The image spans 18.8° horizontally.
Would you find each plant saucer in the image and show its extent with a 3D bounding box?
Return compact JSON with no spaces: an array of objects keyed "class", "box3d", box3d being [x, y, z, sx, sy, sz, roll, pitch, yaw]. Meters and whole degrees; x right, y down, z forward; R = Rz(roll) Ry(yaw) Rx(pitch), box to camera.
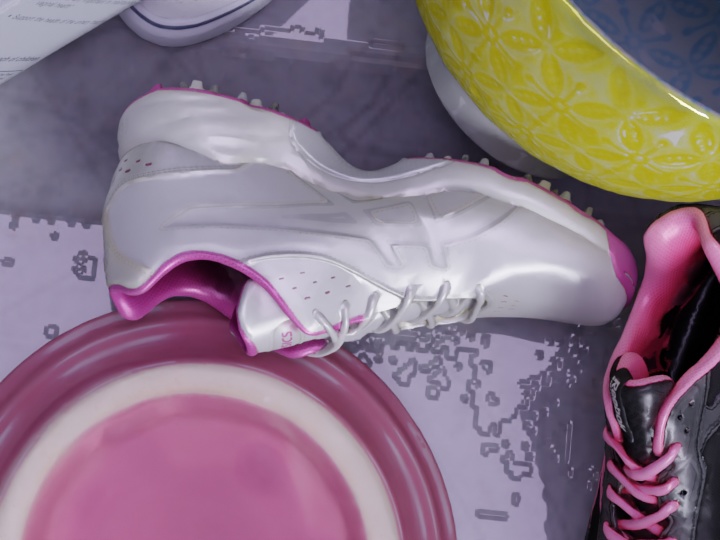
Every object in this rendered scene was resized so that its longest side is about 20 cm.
[{"class":"plant saucer","box3d":[-0.061,0.110,0.794,0.199,0.051,0.202,1,84,-5]}]

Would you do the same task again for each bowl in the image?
[{"class":"bowl","box3d":[0.085,-0.096,0.790,0.199,0.108,0.201,22,45,-24]}]

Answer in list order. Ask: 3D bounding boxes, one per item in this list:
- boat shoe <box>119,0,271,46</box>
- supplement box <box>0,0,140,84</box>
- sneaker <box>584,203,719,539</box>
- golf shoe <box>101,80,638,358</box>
[{"class":"boat shoe","box3d":[-0.022,-0.171,0.819,0.073,0.065,0.200,38,82,-1]},{"class":"supplement box","box3d":[-0.104,-0.146,0.758,0.199,0.103,0.102,-27,87,17]},{"class":"sneaker","box3d":[0.109,0.067,0.780,0.079,0.095,0.202,12,85,38]},{"class":"golf shoe","box3d":[0.000,0.000,0.792,0.198,0.075,0.092,14,64,2]}]
